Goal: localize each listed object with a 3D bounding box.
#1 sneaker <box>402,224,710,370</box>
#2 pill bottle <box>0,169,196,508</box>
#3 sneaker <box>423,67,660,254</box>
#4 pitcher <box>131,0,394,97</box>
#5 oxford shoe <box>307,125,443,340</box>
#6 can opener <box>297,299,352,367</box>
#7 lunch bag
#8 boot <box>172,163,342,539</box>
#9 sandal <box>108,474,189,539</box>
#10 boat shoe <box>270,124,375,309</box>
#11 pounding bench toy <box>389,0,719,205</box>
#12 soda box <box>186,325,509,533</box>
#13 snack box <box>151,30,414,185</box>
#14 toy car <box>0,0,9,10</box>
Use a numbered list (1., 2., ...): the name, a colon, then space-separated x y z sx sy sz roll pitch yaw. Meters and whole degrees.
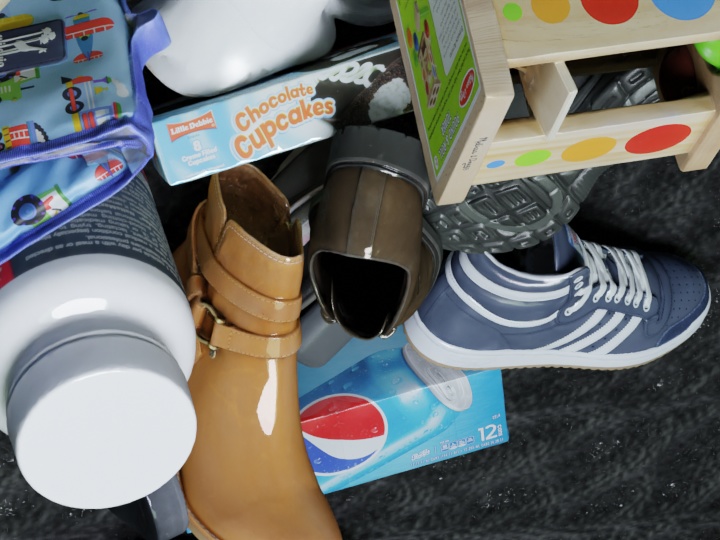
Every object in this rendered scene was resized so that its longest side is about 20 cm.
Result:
1. sneaker: 0.131 0.002 1.428 0.199 0.070 0.109 -6 147 -27
2. pill bottle: -0.148 0.021 1.284 0.119 0.200 0.120 -10 130 -12
3. sneaker: 0.102 -0.080 1.333 0.199 0.091 0.076 -27 129 14
4. pitcher: -0.016 -0.189 1.231 0.171 0.121 0.201 -14 144 -31
5. oxford shoe: 0.000 0.000 1.294 0.072 0.085 0.200 11 162 8
6. can opener: 0.034 -0.020 1.415 0.200 0.053 0.066 -42 130 15
7. lunch bag: -0.182 -0.073 1.218 0.199 0.151 0.094 -23 132 6
8. boot: -0.053 0.054 1.306 0.073 0.200 0.155 -8 135 -39
9. sandal: -0.151 0.099 1.362 0.043 0.200 0.076 -24 106 -19
10. boat shoe: -0.052 0.000 1.397 0.067 0.057 0.200 27 114 -35
11. pounding bench toy: 0.113 -0.133 1.147 0.155 0.125 0.200 -8 160 -12
12. soda box: -0.018 0.083 1.469 0.199 0.068 0.064 -16 131 -7
13. snack box: -0.013 -0.093 1.299 0.199 0.116 0.037 -18 98 -6
14. toy car: -0.230 -0.204 1.121 0.164 0.158 0.200 -24 121 14
